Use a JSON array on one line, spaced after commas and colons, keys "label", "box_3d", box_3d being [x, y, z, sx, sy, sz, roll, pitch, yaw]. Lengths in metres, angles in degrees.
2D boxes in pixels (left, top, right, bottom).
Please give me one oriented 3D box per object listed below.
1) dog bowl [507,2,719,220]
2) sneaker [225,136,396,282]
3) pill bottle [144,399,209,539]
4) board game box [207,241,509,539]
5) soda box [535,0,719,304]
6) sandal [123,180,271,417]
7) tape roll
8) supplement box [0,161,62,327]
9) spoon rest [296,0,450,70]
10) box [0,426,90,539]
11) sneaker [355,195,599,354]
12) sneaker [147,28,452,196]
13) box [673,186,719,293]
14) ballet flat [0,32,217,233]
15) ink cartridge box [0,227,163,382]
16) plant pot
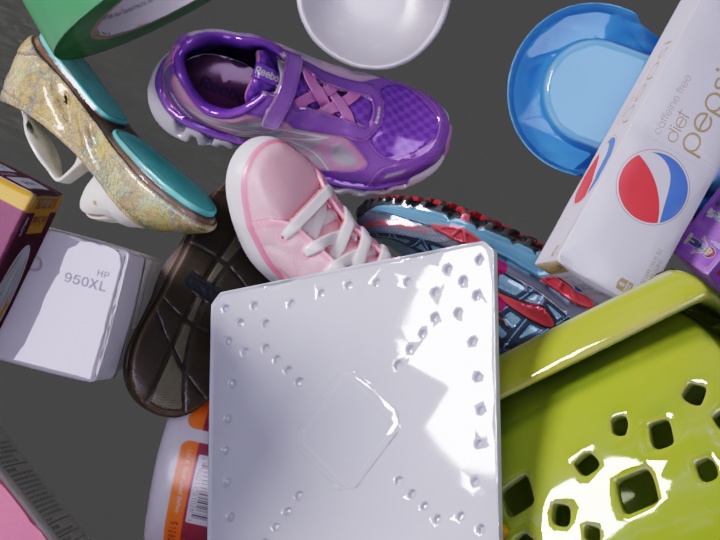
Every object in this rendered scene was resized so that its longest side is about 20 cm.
[{"label": "dog bowl", "box_3d": [0.191, -0.098, 1.681, 0.200, 0.050, 0.112, 20, 89, 1]}, {"label": "sneaker", "box_3d": [0.000, 0.000, 1.623, 0.075, 0.104, 0.201, -46, 120, -37]}, {"label": "pill bottle", "box_3d": [-0.028, 0.144, 1.648, 0.199, 0.110, 0.110, 13, 88, 2]}, {"label": "board game box", "box_3d": [-0.001, 0.096, 1.540, 0.200, 0.026, 0.201, -11, 69, 31]}, {"label": "soda box", "box_3d": [0.186, -0.075, 1.611, 0.064, 0.068, 0.200, 29, 84, -6]}, {"label": "sandal", "box_3d": [-0.091, 0.016, 1.655, 0.082, 0.055, 0.200, 37, 58, -13]}, {"label": "tape roll", "box_3d": [-0.113, -0.200, 1.616, 0.200, 0.200, 0.048, -29, 87, 0]}, {"label": "supplement box", "box_3d": [-0.252, 0.029, 1.459, 0.085, 0.110, 0.200, 26, 92, 1]}, {"label": "spoon rest", "box_3d": [0.030, -0.225, 1.684, 0.099, 0.061, 0.200, 25, 88, 2]}, {"label": "box", "box_3d": [-0.276, 0.133, 1.645, 0.109, 0.128, 0.200, -39, 87, 0]}, {"label": "sneaker", "box_3d": [0.081, 0.018, 1.666, 0.200, 0.079, 0.096, 24, 91, 2]}, {"label": "sneaker", "box_3d": [-0.040, -0.106, 1.659, 0.200, 0.088, 0.081, 14, 73, 4]}, {"label": "box", "box_3d": [0.296, -0.052, 1.639, 0.200, 0.137, 0.039, -50, 47, -1]}, {"label": "ballet flat", "box_3d": [-0.163, -0.071, 1.656, 0.071, 0.071, 0.200, -43, 60, 0]}, {"label": "ink cartridge box", "box_3d": [-0.208, 0.012, 1.612, 0.144, 0.200, 0.084, 14, 89, 2]}, {"label": "plant pot", "box_3d": [0.176, 0.121, 1.555, 0.199, 0.200, 0.182, -27, 67, 15]}]
